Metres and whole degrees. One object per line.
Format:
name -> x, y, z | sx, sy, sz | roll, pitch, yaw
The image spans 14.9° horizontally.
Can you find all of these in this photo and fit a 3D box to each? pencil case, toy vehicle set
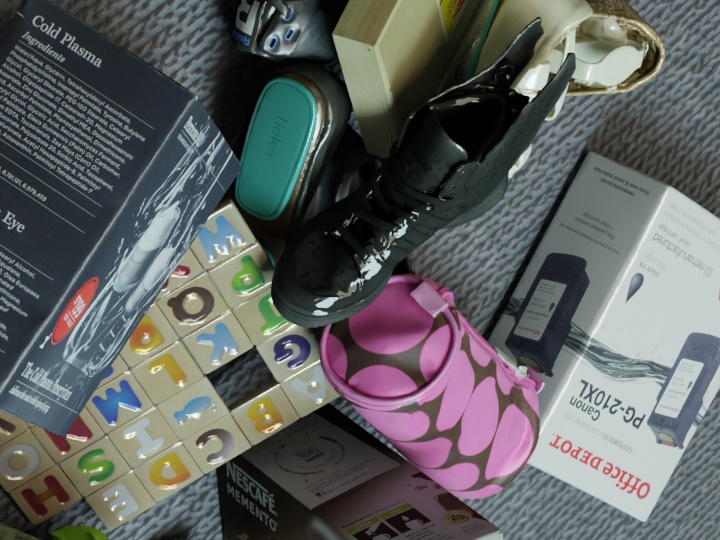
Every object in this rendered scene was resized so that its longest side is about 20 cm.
pencil case -> 0.047, 0.066, 1.640 | 0.094, 0.091, 0.200 | -37, 155, 4
toy vehicle set -> 0.047, -0.175, 1.569 | 0.201, 0.026, 0.124 | -63, 159, -23

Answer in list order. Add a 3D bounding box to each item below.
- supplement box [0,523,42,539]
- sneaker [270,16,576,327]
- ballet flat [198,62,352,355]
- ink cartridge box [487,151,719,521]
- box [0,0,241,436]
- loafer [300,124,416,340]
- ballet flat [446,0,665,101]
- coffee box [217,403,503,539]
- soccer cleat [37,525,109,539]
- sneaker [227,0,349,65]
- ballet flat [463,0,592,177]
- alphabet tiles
supplement box -> -0.198, 0.247, 1.479 | 0.199, 0.134, 0.201 | 23, 87, -5
sneaker -> 0.033, -0.053, 1.530 | 0.199, 0.060, 0.104 | -34, 160, -22
ballet flat -> -0.056, -0.030, 1.585 | 0.201, 0.068, 0.068 | -60, 163, 23
ink cartridge box -> 0.168, 0.046, 1.803 | 0.145, 0.084, 0.201 | 28, 90, -43
box -> -0.160, -0.023, 1.416 | 0.183, 0.104, 0.200 | -58, 173, -4
loafer -> 0.000, 0.000, 1.656 | 0.072, 0.063, 0.201 | -32, 127, -24
ballet flat -> 0.109, -0.133, 1.685 | 0.199, 0.065, 0.071 | -13, 119, -35
coffee box -> -0.001, 0.171, 1.639 | 0.080, 0.200, 0.114 | -20, 123, -28
soccer cleat -> -0.211, 0.231, 1.591 | 0.200, 0.067, 0.081 | -46, 142, -5
sneaker -> -0.051, -0.181, 1.523 | 0.200, 0.073, 0.112 | 36, 85, -44
ballet flat -> 0.080, -0.093, 1.612 | 0.069, 0.070, 0.200 | -9, 140, -37
alphabet tiles -> -0.125, 0.065, 1.570 | 0.199, 0.008, 0.167 | -31, 131, 1
